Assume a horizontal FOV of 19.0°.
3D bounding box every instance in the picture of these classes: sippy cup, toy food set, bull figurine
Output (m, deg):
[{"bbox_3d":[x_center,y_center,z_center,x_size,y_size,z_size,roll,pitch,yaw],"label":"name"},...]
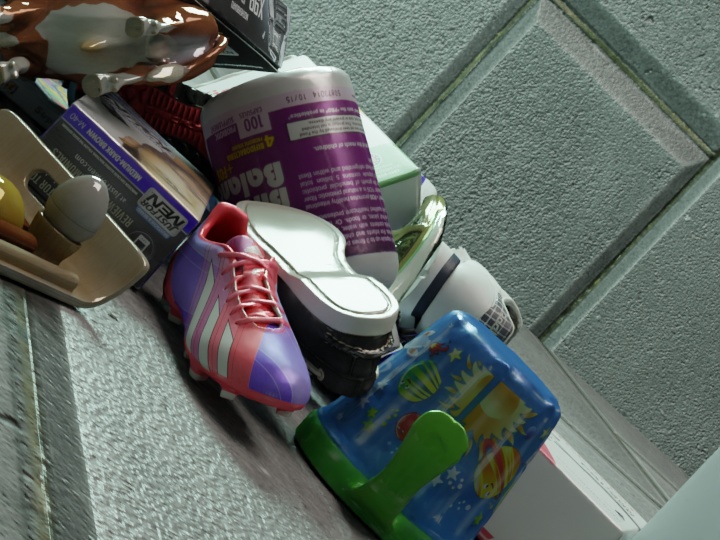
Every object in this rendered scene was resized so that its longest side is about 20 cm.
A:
[{"bbox_3d":[0.051,0.100,1.343,0.140,0.130,0.178,40,7,-32],"label":"sippy cup"},{"bbox_3d":[-0.200,-0.063,1.120,0.144,0.060,0.200,46,6,25],"label":"toy food set"},{"bbox_3d":[-0.189,-0.148,1.390,0.121,0.199,0.065,-39,127,-68],"label":"bull figurine"}]

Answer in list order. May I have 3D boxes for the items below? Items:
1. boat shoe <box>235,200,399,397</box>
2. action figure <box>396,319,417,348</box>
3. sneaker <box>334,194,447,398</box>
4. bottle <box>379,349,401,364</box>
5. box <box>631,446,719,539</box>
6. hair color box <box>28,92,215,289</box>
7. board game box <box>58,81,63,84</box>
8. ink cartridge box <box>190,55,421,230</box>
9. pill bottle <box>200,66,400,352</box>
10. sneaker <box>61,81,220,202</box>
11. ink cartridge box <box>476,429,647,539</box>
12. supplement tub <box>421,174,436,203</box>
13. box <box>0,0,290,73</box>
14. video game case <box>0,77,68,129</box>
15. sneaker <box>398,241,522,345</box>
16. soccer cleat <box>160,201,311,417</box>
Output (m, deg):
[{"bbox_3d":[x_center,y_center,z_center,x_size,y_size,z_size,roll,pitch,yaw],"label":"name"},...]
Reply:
[{"bbox_3d":[-0.033,0.013,1.365,0.074,0.061,0.200,1,24,-28],"label":"boat shoe"},{"bbox_3d":[0.033,0.051,1.765,0.119,0.102,0.200,49,8,5],"label":"action figure"},{"bbox_3d":[0.000,0.000,1.619,0.088,0.200,0.077,30,-40,8],"label":"sneaker"},{"bbox_3d":[0.043,0.091,1.593,0.200,0.083,0.065,20,46,-84],"label":"bottle"},{"bbox_3d":[0.290,0.259,1.506,0.171,0.199,0.200,40,6,-25],"label":"box"},{"bbox_3d":[-0.157,-0.060,1.408,0.109,0.065,0.200,43,7,-7],"label":"hair color box"},{"bbox_3d":[-0.262,-0.180,1.732,0.200,0.029,0.135,41,6,-26],"label":"board game box"},{"bbox_3d":[-0.061,-0.078,1.731,0.200,0.145,0.088,49,-31,43],"label":"ink cartridge box"},{"bbox_3d":[-0.037,-0.032,1.499,0.112,0.112,0.201,18,56,-78],"label":"pill bottle"},{"bbox_3d":[-0.128,-0.104,1.590,0.200,0.080,0.095,29,-4,-24],"label":"sneaker"},{"bbox_3d":[0.136,0.176,1.637,0.146,0.085,0.200,45,4,13],"label":"ink cartridge box"},{"bbox_3d":[-0.045,-0.087,1.990,0.200,0.145,0.145,44,5,-5],"label":"supplement tub"},{"bbox_3d":[-0.169,-0.191,1.490,0.199,0.050,0.158,6,-12,22],"label":"box"},{"bbox_3d":[-0.233,-0.127,1.604,0.200,0.018,0.143,41,7,-26],"label":"video game case"},{"bbox_3d":[0.078,0.031,1.581,0.080,0.077,0.200,33,5,6],"label":"sneaker"},{"bbox_3d":[-0.071,0.022,1.280,0.067,0.077,0.200,20,12,-24],"label":"soccer cleat"}]
